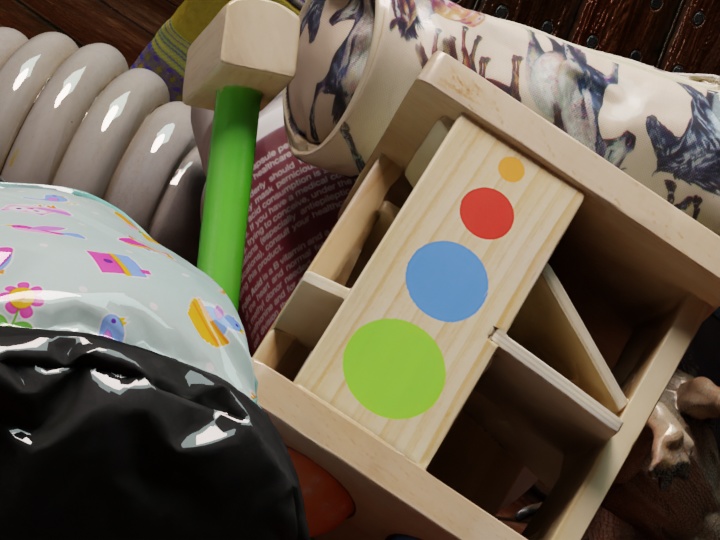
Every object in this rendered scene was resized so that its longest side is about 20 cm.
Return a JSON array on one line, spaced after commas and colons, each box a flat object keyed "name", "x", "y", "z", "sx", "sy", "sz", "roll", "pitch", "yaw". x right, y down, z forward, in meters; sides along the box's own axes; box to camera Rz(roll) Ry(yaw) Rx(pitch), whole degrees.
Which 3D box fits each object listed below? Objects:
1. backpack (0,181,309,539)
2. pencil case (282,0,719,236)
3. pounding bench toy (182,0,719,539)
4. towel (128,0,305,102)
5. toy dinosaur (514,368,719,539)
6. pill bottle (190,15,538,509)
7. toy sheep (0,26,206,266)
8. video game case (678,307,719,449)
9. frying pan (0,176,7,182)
[{"name": "backpack", "x": -0.107, "y": 0.044, "z": 0.729, "sx": 0.166, "sy": 0.128, "sz": 0.200, "roll": 13, "pitch": 9, "yaw": -21}, {"name": "pencil case", "x": 0.067, "y": -0.058, "z": 0.934, "sx": 0.199, "sy": 0.090, "sz": 0.078, "roll": 17, "pitch": -3, "yaw": -21}, {"name": "pounding bench toy", "x": -0.006, "y": 0.023, "z": 0.816, "sx": 0.199, "sy": 0.156, "sz": 0.124, "roll": 34, "pitch": -24, "yaw": -1}, {"name": "towel", "x": -0.051, "y": -0.052, "z": 1.133, "sx": 0.144, "sy": 0.200, "sz": 0.023, "roll": 44, "pitch": 41, "yaw": -6}, {"name": "toy dinosaur", "x": 0.111, "y": 0.074, "z": 0.987, "sx": 0.135, "sy": 0.086, "sz": 0.201, "roll": 29, "pitch": -32, "yaw": 49}, {"name": "pill bottle", "x": 0.000, "y": 0.000, "z": 0.988, "sx": 0.114, "sy": 0.114, "sz": 0.201, "roll": 13, "pitch": 43, "yaw": -37}, {"name": "toy sheep", "x": -0.130, "y": -0.037, "z": 1.088, "sx": 0.199, "sy": 0.139, "sz": 0.138, "roll": 22, "pitch": 10, "yaw": 2}, {"name": "video game case", "x": 0.123, "y": 0.038, "z": 1.068, "sx": 0.019, "sy": 0.144, "sz": 0.200, "roll": -32, "pitch": 42, "yaw": -20}, {"name": "frying pan", "x": -0.227, "y": -0.033, "z": 0.952, "sx": 0.189, "sy": 0.031, "sz": 0.115, "roll": 12, "pitch": -23, "yaw": -23}]
